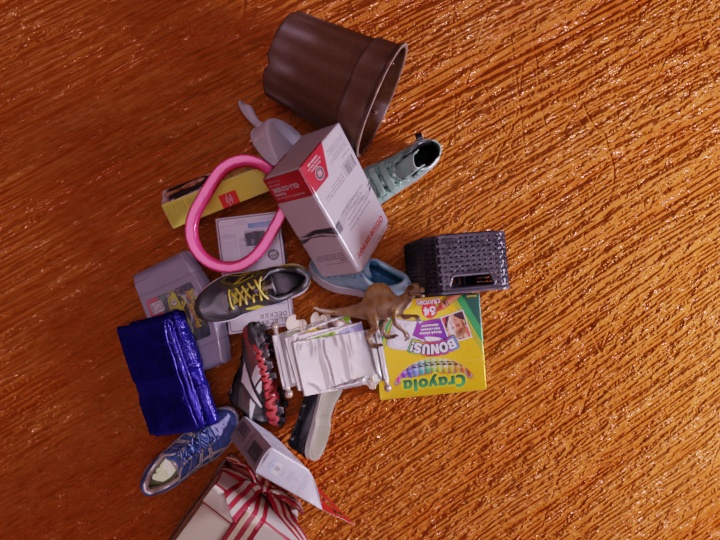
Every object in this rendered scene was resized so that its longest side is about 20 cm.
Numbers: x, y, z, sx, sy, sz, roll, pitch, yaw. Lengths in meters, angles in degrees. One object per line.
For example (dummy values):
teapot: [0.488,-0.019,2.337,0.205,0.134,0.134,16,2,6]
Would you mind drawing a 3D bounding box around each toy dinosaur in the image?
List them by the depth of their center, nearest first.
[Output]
toy dinosaur: [0.028,0.073,0.893,0.198,0.058,0.102,-15,95,24]

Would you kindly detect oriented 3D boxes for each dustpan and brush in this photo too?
dustpan and brush: [-0.156,-0.239,0.944,0.057,0.139,0.201,-38,75,29]

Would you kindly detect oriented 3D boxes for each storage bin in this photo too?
storage bin: [0.157,-0.009,0.913,0.133,0.200,0.095,-4,88,-6]

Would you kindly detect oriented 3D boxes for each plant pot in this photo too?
plant pot: [-0.048,-0.331,0.917,0.196,0.200,0.202,27,85,3]

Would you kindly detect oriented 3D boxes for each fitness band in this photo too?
fitness band: [-0.203,-0.093,0.884,0.143,0.037,0.201,31,90,-12]

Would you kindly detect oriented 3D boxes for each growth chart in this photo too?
growth chart: [-0.050,0.141,0.908,0.197,0.018,0.147,-4,77,-9]

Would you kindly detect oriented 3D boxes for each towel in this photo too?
towel: [-0.329,0.176,0.893,0.146,0.049,0.203,-15,94,21]

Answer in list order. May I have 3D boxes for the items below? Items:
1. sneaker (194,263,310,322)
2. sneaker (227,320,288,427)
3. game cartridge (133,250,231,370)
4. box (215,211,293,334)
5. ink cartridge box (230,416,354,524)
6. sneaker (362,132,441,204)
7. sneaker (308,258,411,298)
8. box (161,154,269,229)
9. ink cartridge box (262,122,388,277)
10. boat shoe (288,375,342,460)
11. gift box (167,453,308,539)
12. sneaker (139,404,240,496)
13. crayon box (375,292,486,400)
sneaker: [-0.172,0.028,0.864,0.198,0.085,0.075,-20,90,-16]
sneaker: [-0.185,0.182,0.910,0.096,0.071,0.203,-6,113,2]
game cartridge: [-0.300,0.077,0.914,0.132,0.041,0.202,-22,90,17]
box: [-0.184,0.005,0.944,0.115,0.060,0.203,-6,88,-7]
ink cartridge box: [-0.104,0.322,0.867,0.199,0.160,0.048,38,75,-23]
sneaker: [0.053,-0.174,0.950,0.199,0.118,0.074,-34,93,-6]
sneaker: [0.000,0.000,0.932,0.198,0.082,0.074,16,51,13]
box: [-0.243,-0.142,0.932,0.198,0.075,0.051,-23,123,-8]
ink cartridge box: [-0.048,-0.111,0.878,0.201,0.083,0.145,60,41,-28]
boat shoe: [-0.078,0.225,0.943,0.065,0.074,0.202,5,73,29]
gift box: [-0.197,0.428,0.860,0.184,0.200,0.188,38,83,-8]
sneaker: [-0.286,0.312,0.910,0.200,0.077,0.076,-43,91,-12]
crayon box: [0.122,0.135,0.974,0.197,0.058,0.175,-4,88,-6]
